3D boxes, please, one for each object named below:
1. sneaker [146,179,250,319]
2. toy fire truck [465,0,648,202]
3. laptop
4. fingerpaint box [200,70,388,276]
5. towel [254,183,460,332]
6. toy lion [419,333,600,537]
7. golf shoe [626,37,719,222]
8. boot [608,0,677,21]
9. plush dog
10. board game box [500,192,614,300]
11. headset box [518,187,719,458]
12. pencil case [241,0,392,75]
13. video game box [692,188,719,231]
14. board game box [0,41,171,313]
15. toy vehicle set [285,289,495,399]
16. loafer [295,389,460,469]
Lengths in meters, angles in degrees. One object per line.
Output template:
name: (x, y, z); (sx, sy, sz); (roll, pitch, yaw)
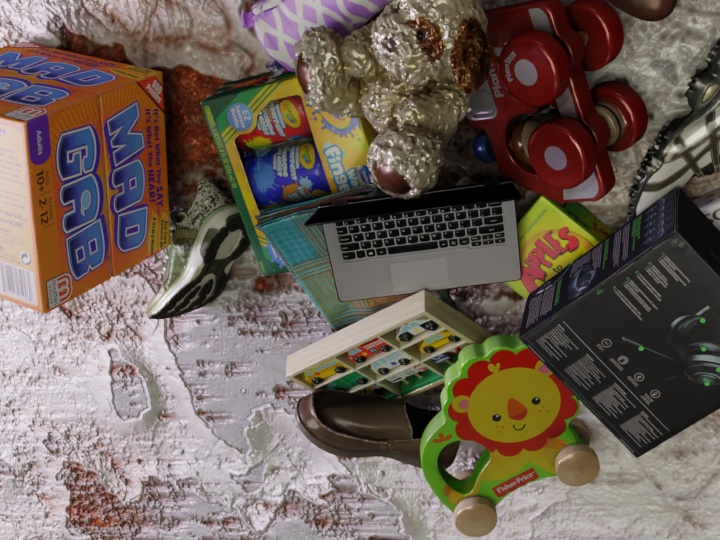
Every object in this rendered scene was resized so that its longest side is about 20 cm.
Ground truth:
sneaker: (-0.188, -0.023, 1.402); (0.200, 0.077, 0.089); (-50, 60, 32)
toy fire truck: (0.163, -0.160, 1.184); (0.168, 0.112, 0.201); (2, 119, 48)
laptop: (0.056, -0.017, 1.158); (0.186, 0.116, 0.201); (-7, 133, 5)
fingerpaint box: (-0.050, -0.108, 1.292); (0.166, 0.073, 0.201); (-9, 111, 23)
towel: (0.000, 0.000, 1.280); (0.146, 0.022, 0.200); (-12, 131, 26)
toy lion: (0.146, 0.163, 1.315); (0.199, 0.069, 0.192); (-31, 115, 14)
golf shoe: (0.319, -0.112, 1.154); (0.094, 0.078, 0.200); (31, 122, 4)
boot: (0.192, -0.268, 1.054); (0.068, 0.200, 0.189); (-29, 102, 29)
plush dog: (0.057, -0.189, 1.122); (0.200, 0.160, 0.172); (53, 141, 25)
board game box: (0.234, 0.014, 1.261); (0.200, 0.048, 0.102); (38, 121, -1)
headset box: (0.281, 0.047, 1.170); (0.174, 0.093, 0.200); (44, 121, -12)
pencil case: (-0.020, -0.273, 1.195); (0.200, 0.084, 0.085); (-33, 132, 26)
video game box: (0.407, 0.000, 1.193); (0.182, 0.047, 0.200); (-26, 103, 31)
board game box: (-0.340, -0.105, 1.305); (0.199, 0.200, 0.201); (16, 120, 28)
toy vehicle set: (0.033, 0.093, 1.337); (0.200, 0.027, 0.124); (-28, 137, 35)
loafer: (0.025, 0.160, 1.360); (0.199, 0.073, 0.071); (13, 133, -24)
